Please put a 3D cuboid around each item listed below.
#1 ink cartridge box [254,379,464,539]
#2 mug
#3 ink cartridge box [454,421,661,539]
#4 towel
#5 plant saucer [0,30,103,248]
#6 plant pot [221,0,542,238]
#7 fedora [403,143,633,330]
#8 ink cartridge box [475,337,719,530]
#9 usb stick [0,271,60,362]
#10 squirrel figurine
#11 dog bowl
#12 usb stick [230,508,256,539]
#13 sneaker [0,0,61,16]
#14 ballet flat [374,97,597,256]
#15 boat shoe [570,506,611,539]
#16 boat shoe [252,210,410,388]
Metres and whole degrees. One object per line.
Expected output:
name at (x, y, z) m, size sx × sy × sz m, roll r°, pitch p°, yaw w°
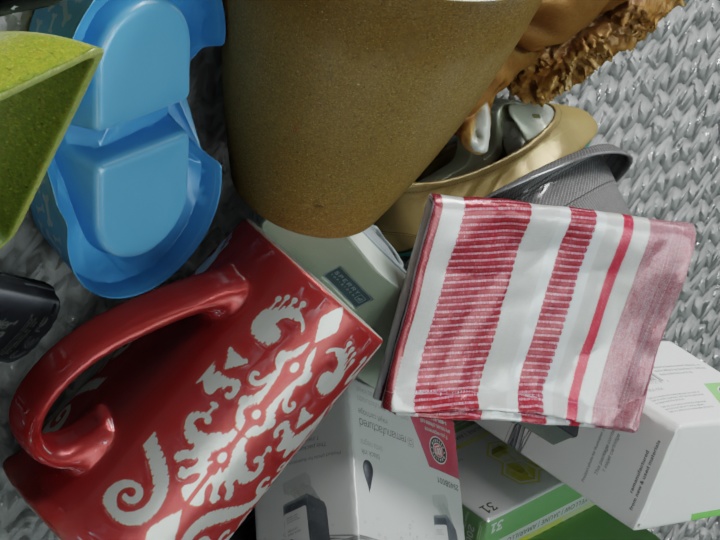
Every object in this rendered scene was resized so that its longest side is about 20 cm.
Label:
ink cartridge box at (0.002, 0.185, 1.448) m, size 0.145 × 0.084 × 0.201 m, roll 26°, pitch 55°, yaw -54°
mug at (-0.093, 0.077, 1.266) m, size 0.200 × 0.133 × 0.178 m, roll -48°, pitch 169°, yaw -1°
ink cartridge box at (0.132, 0.170, 1.579) m, size 0.145 × 0.200 × 0.048 m, roll -20°, pitch 130°, yaw -40°
towel at (0.112, 0.029, 1.405) m, size 0.199 × 0.023 × 0.145 m, roll 6°, pitch 108°, yaw -30°
plant saucer at (-0.237, -0.036, 1.077) m, size 0.199 × 0.048 × 0.200 m, roll -31°, pitch 167°, yaw -34°
plant pot at (-0.006, -0.125, 1.264) m, size 0.186 × 0.186 × 0.201 m, roll -19°, pitch 142°, yaw -41°
fedora at (0.121, -0.001, 1.484) m, size 0.177 × 0.091 × 0.200 m, roll -43°, pitch 167°, yaw 33°
ink cartridge box at (0.174, 0.092, 1.578) m, size 0.145 × 0.200 × 0.085 m, roll -1°, pitch 117°, yaw -49°
usb stick at (-0.211, 0.020, 1.159) m, size 0.055 × 0.033 × 0.200 m, roll -47°, pitch 165°, yaw 6°
squirrel figurine at (0.106, -0.158, 1.389) m, size 0.200 × 0.141 × 0.187 m, roll 26°, pitch 100°, yaw -51°
dog bowl at (-0.132, -0.083, 1.226) m, size 0.111 × 0.049 × 0.201 m, roll -25°, pitch 130°, yaw -38°
usb stick at (-0.076, 0.233, 1.506) m, size 0.055 × 0.032 × 0.201 m, roll -37°, pitch 138°, yaw -38°
sneaker at (-0.151, -0.170, 1.114) m, size 0.200 × 0.084 × 0.075 m, roll -35°, pitch 138°, yaw -28°
ballet flat at (0.082, -0.078, 1.472) m, size 0.200 × 0.068 × 0.063 m, roll -33°, pitch 120°, yaw -34°
boat shoe at (0.167, 0.207, 1.630) m, size 0.056 × 0.201 × 0.069 m, roll -34°, pitch 120°, yaw 22°
boat shoe at (-0.001, 0.000, 1.399) m, size 0.070 × 0.072 × 0.201 m, roll -26°, pitch 131°, yaw 17°
